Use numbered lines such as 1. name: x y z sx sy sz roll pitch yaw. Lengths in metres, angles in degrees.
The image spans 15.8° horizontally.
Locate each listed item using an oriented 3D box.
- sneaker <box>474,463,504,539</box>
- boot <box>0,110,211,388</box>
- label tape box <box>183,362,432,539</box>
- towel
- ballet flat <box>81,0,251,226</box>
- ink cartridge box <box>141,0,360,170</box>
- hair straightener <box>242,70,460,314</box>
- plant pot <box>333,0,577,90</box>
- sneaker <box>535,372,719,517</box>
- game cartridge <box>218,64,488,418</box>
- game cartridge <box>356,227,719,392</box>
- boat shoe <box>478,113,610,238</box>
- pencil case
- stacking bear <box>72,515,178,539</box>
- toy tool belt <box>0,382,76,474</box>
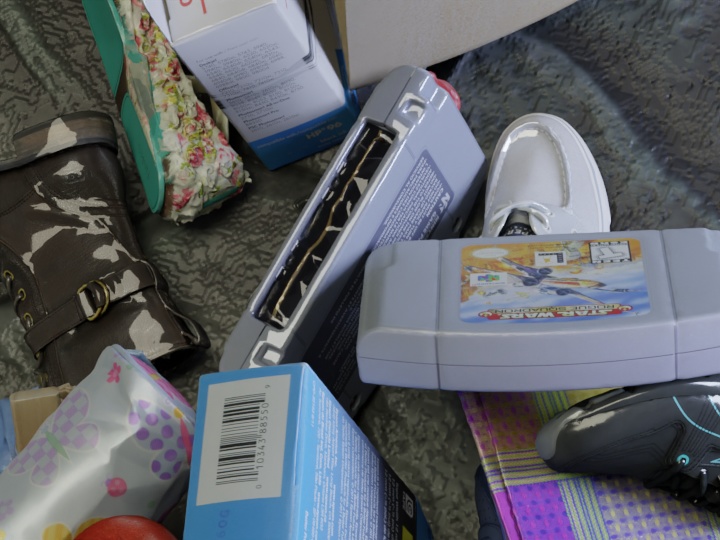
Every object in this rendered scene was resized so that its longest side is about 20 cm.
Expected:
1. sneaker: 0.067 0.197 1.343 0.108 0.070 0.201 -23 64 7
2. boot: -0.195 0.016 1.525 0.199 0.069 0.175 -26 71 22
3. label tape box: -0.022 0.156 1.312 0.066 0.200 0.144 -7 59 18
4. towel: 0.127 0.113 1.333 0.143 0.023 0.201 -6 66 -27
5. ballet flat: -0.118 -0.115 1.566 0.064 0.076 0.201 -10 64 -19
6. ink cartridge box: -0.068 -0.158 1.479 0.067 0.200 0.117 -20 61 10
7. hair straightener: -0.013 -0.023 1.490 0.077 0.041 0.201 -6 54 63
8. plant pot: 0.063 -0.247 1.481 0.176 0.200 0.201 -8 60 -3
9. sneaker: 0.186 0.091 1.312 0.199 0.075 0.080 -5 79 -17
10. game cartridge: 0.000 0.000 1.420 0.041 0.133 0.201 24 76 29
11. game cartridge: 0.098 0.020 1.318 0.199 0.133 0.042 -3 108 3
12. boat shoe: 0.093 -0.002 1.425 0.072 0.069 0.201 -1 67 20
13. pencil case: -0.164 0.133 1.349 0.200 0.083 0.091 -46 33 -6
14. stacking bear: -0.164 0.193 1.259 0.200 0.114 0.121 -34 37 -24
15. toy tool belt: -0.230 0.128 1.446 0.199 0.123 0.125 -23 50 13
